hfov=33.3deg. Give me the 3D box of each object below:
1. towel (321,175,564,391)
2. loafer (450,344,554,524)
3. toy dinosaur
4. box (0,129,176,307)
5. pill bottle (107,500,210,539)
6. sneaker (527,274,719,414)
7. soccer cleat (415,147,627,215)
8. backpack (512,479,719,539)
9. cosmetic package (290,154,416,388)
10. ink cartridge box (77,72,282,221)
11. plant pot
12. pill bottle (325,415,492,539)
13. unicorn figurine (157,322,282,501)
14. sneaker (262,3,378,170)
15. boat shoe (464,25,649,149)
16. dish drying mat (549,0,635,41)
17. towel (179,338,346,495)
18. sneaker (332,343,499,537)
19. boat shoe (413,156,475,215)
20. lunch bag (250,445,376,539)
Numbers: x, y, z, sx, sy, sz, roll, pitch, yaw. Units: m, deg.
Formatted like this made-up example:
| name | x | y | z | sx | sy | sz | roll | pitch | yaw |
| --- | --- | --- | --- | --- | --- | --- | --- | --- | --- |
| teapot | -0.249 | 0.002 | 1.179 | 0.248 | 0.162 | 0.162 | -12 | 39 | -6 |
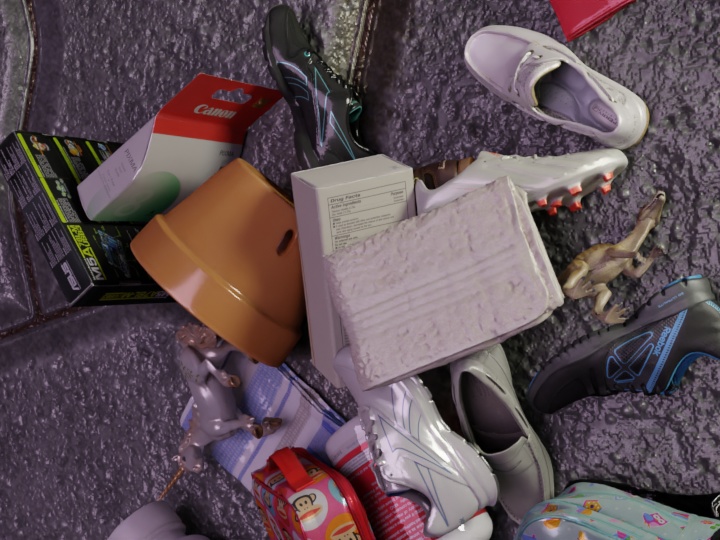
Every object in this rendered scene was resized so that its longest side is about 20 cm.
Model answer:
| name | x | y | z | sx | sy | sz | roll | pitch | yaw |
| --- | --- | --- | --- | --- | --- | --- | --- | --- | --- |
| towel | 0.070 | 0.012 | 1.064 | 0.198 | 0.034 | 0.134 | -22 | 76 | 14 |
| loafer | 0.128 | 0.158 | 1.117 | 0.069 | 0.070 | 0.202 | -17 | 109 | 24 |
| toy dinosaur | 0.202 | 0.008 | 1.080 | 0.199 | 0.101 | 0.058 | -31 | 112 | 6 |
| box | -0.282 | -0.056 | 1.319 | 0.047 | 0.192 | 0.201 | -38 | 73 | 26 |
| pill bottle | -0.189 | 0.356 | 1.316 | 0.200 | 0.114 | 0.115 | 46 | 112 | 22 |
| sneaker | 0.238 | 0.086 | 1.080 | 0.199 | 0.073 | 0.082 | -36 | 74 | 27 |
| soccer cleat | 0.145 | -0.083 | 1.106 | 0.198 | 0.069 | 0.078 | -20 | 73 | 4 |
| backpack | 0.232 | 0.263 | 1.057 | 0.198 | 0.126 | 0.169 | 18 | 103 | 32 |
| cosmetic package | 0.000 | 0.000 | 1.161 | 0.073 | 0.102 | 0.202 | -146 | 48 | -62 |
| ink cartridge box | -0.179 | -0.122 | 1.274 | 0.199 | 0.160 | 0.050 | -34 | 74 | 26 |
| plant pot | -0.116 | -0.019 | 1.235 | 0.200 | 0.200 | 0.140 | 41 | 93 | 24 |
| pill bottle | 0.057 | 0.229 | 1.168 | 0.112 | 0.112 | 0.201 | -37 | 72 | 26 |
| unicorn figurine | -0.156 | 0.147 | 1.291 | 0.136 | 0.073 | 0.203 | -1 | 97 | 39 |
| sneaker | -0.042 | -0.185 | 1.253 | 0.079 | 0.075 | 0.202 | -19 | 89 | 18 |
| boat shoe | 0.172 | -0.177 | 1.116 | 0.199 | 0.069 | 0.071 | 31 | 108 | 27 |
| dish drying mat | 0.188 | -0.323 | 1.135 | 0.076 | 0.018 | 0.202 | -28 | 78 | 29 |
| towel | -0.106 | 0.171 | 1.316 | 0.200 | 0.024 | 0.148 | 39 | 110 | 24 |
| sneaker | 0.038 | 0.153 | 1.098 | 0.087 | 0.075 | 0.200 | -37 | 77 | -18 |
| boat shoe | 0.090 | -0.008 | 1.167 | 0.070 | 0.070 | 0.202 | -10 | 76 | 15 |
| lunch bag | -0.046 | 0.252 | 1.176 | 0.178 | 0.081 | 0.200 | 69 | 163 | -10 |
